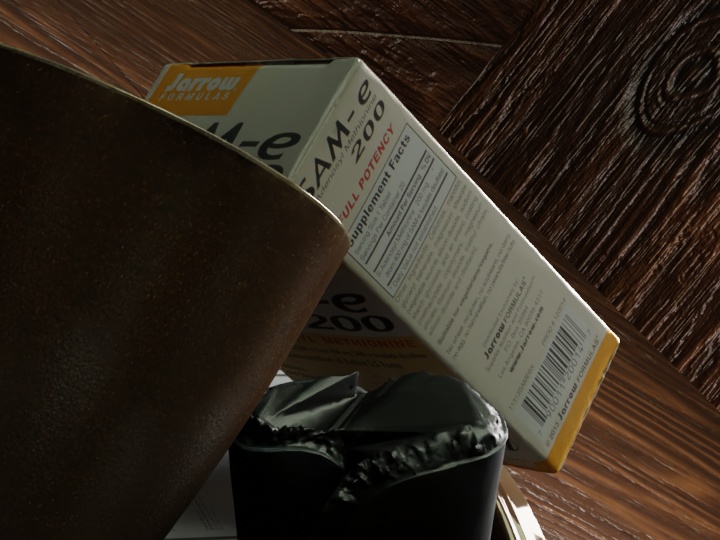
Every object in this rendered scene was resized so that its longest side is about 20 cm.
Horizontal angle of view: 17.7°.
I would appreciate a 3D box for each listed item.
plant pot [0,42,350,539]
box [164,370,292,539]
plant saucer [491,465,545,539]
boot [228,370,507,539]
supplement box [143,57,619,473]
[{"bbox_3d":[-0.126,0.045,0.812,0.186,0.201,0.187,22,-9,4],"label":"plant pot"},{"bbox_3d":[-0.071,0.102,1.028,0.199,0.060,0.117,3,38,-41],"label":"box"},{"bbox_3d":[0.051,0.167,1.080,0.029,0.201,0.200,-10,32,-20],"label":"plant saucer"},{"bbox_3d":[0.042,0.128,0.884,0.198,0.169,0.077,9,31,5],"label":"boot"},{"bbox_3d":[0.000,0.000,0.976,0.126,0.074,0.200,3,-33,48],"label":"supplement box"}]
